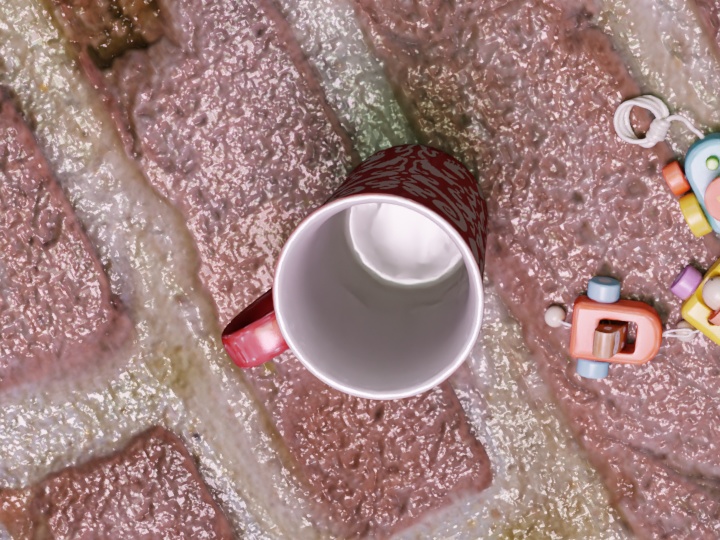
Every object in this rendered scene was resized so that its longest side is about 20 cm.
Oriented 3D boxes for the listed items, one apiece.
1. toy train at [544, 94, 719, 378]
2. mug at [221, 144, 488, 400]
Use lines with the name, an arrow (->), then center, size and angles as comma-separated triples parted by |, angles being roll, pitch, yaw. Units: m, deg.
toy train -> 0.210, -0.010, 1.715 | 0.149, 0.056, 0.201 | 11, 107, 4
mug -> 0.003, -0.011, 1.667 | 0.176, 0.200, 0.134 | 2, 106, 8
